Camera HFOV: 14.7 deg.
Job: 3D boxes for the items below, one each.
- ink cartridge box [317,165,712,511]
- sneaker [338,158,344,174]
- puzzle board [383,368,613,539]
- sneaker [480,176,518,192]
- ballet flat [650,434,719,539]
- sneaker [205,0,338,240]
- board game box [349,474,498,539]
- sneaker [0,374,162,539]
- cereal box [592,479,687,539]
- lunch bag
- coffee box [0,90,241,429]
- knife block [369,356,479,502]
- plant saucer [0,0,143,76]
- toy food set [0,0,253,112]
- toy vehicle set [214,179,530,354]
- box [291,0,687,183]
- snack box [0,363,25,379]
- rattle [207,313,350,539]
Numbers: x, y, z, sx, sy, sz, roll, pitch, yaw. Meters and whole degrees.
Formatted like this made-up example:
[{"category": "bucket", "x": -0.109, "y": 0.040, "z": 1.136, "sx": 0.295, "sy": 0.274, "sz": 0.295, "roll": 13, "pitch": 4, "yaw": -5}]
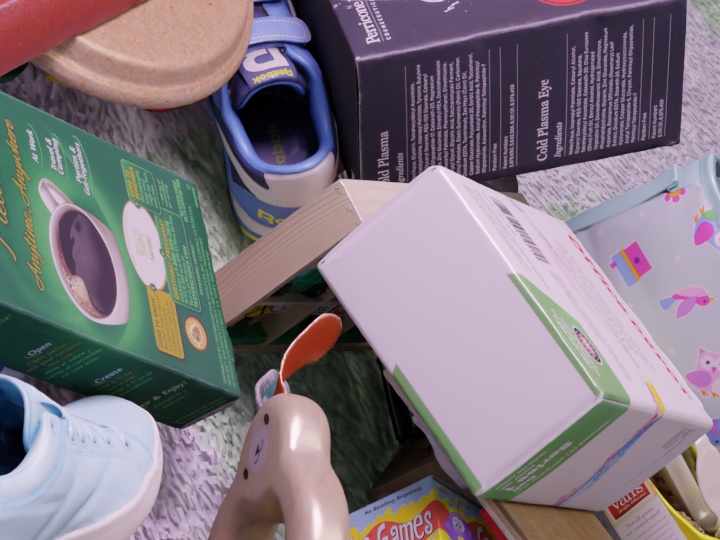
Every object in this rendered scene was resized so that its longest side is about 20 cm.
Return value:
[{"category": "ink cartridge box", "x": 0.082, "y": 0.040, "z": 1.405, "sx": 0.145, "sy": 0.084, "sz": 0.200, "roll": 55, "pitch": 14, "yaw": 19}, {"category": "sneaker", "x": 0.008, "y": -0.117, "z": 1.615, "sx": 0.071, "sy": 0.098, "sz": 0.201, "roll": 57, "pitch": 29, "yaw": -14}, {"category": "puzzle board", "x": 0.097, "y": 0.134, "z": 1.406, "sx": 0.200, "sy": 0.017, "sz": 0.151, "roll": 53, "pitch": 13, "yaw": 23}, {"category": "sneaker", "x": 0.059, "y": -0.132, "z": 1.732, "sx": 0.201, "sy": 0.083, "sz": 0.072, "roll": 64, "pitch": 27, "yaw": 2}, {"category": "ballet flat", "x": 0.168, "y": 0.087, "z": 1.634, "sx": 0.067, "sy": 0.067, "sz": 0.200, "roll": -40, "pitch": 107, "yaw": -35}, {"category": "sneaker", "x": -0.059, "y": -0.117, "z": 1.494, "sx": 0.082, "sy": 0.074, "sz": 0.201, "roll": 110, "pitch": -41, "yaw": -73}, {"category": "board game box", "x": 0.034, "y": 0.221, "z": 1.347, "sx": 0.103, "sy": 0.105, "sz": 0.201, "roll": 35, "pitch": 37, "yaw": -43}, {"category": "sneaker", "x": -0.136, "y": 0.079, "z": 1.180, "sx": 0.200, "sy": 0.074, "sz": 0.082, "roll": -39, "pitch": 143, "yaw": -63}, {"category": "cereal box", "x": 0.176, "y": 0.192, "z": 1.610, "sx": 0.200, "sy": 0.039, "sz": 0.144, "roll": 58, "pitch": -10, "yaw": -10}, {"category": "lunch bag", "x": 0.194, "y": 0.040, "z": 1.715, "sx": 0.200, "sy": 0.170, "sz": 0.122, "roll": 59, "pitch": 28, "yaw": -12}, {"category": "coffee box", "x": -0.138, "y": -0.009, "z": 1.266, "sx": 0.200, "sy": 0.044, "sz": 0.123, "roll": 24, "pitch": 46, "yaw": -53}, {"category": "knife block", "x": 0.079, "y": 0.117, "z": 1.563, "sx": 0.200, "sy": 0.064, "sz": 0.176, "roll": 58, "pitch": 28, "yaw": -8}, {"category": "plant saucer", "x": -0.191, "y": -0.196, "z": 1.320, "sx": 0.200, "sy": 0.037, "sz": 0.199, "roll": 51, "pitch": 40, "yaw": 3}, {"category": "toy food set", "x": -0.141, "y": -0.164, "z": 1.406, "sx": 0.197, "sy": 0.049, "sz": 0.201, "roll": 16, "pitch": 51, "yaw": -33}, {"category": "toy vehicle set", "x": 0.000, "y": 0.000, "z": 1.463, "sx": 0.200, "sy": 0.124, "sz": 0.027, "roll": 1, "pitch": 57, "yaw": -60}, {"category": "box", "x": 0.059, "y": -0.149, "z": 1.516, "sx": 0.200, "sy": 0.181, "sz": 0.104, "roll": -113, "pitch": -166, "yaw": -46}, {"category": "snack box", "x": -0.187, "y": 0.030, "z": 1.220, "sx": 0.072, "sy": 0.024, "sz": 0.200, "roll": 60, "pitch": 27, "yaw": -7}, {"category": "rattle", "x": -0.078, "y": 0.103, "z": 1.273, "sx": 0.142, "sy": 0.130, "sz": 0.201, "roll": 6, "pitch": 67, "yaw": -9}]
